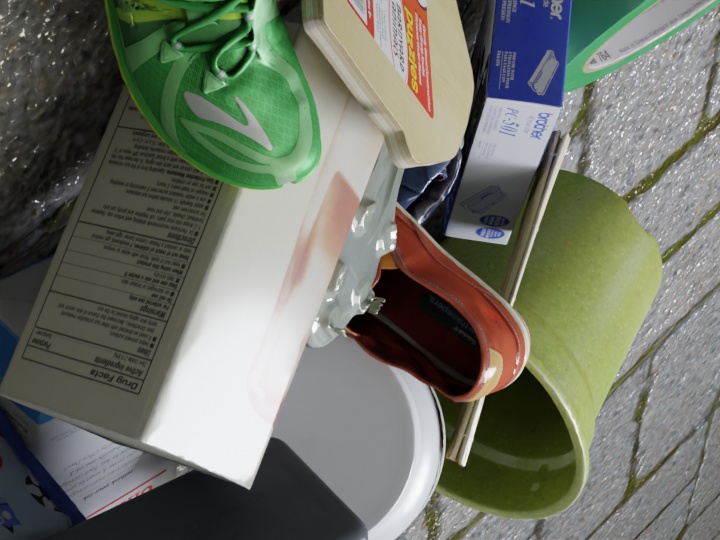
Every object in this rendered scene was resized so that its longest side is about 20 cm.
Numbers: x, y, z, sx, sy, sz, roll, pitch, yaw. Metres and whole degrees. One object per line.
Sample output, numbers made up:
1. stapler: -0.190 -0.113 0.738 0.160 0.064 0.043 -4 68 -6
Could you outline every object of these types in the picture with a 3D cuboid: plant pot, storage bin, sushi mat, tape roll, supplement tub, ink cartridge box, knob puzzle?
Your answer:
1. plant pot: 0.109 0.035 1.237 0.184 0.200 0.200 -48 158 -34
2. storage bin: -0.079 0.180 0.854 0.200 0.146 0.134 -23 137 -30
3. sushi mat: 0.085 0.018 1.058 0.096 0.012 0.200 57 50 -86
4. tape roll: 0.187 -0.183 1.118 0.200 0.048 0.200 -32 173 -5
5. supplement tub: -0.024 0.099 1.063 0.145 0.145 0.200 -51 174 -1
6. ink cartridge box: 0.084 -0.095 1.052 0.200 0.044 0.094 100 -3 -70
7. knob puzzle: 0.007 -0.133 0.847 0.030 0.220 0.220 -13 164 19
8. ink cartridge box: -0.154 0.082 0.965 0.116 0.067 0.200 -28 146 -42

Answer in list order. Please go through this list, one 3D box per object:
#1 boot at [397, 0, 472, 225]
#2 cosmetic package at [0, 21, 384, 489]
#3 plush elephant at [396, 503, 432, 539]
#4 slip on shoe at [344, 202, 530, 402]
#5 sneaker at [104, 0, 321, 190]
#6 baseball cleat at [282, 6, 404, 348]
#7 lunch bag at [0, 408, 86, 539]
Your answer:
1. boot: 0.034 -0.098 1.012 0.200 0.090 0.073 -57 155 12
2. cosmetic package: -0.073 -0.012 0.844 0.087 0.103 0.200 33 75 -49
3. plush elephant: 0.044 0.276 1.466 0.200 0.155 0.165 -56 155 12
4. slip on shoe: 0.000 0.000 0.961 0.074 0.200 0.061 -56 173 25
5. sneaker: -0.068 -0.116 0.731 0.074 0.084 0.200 -29 115 -14
6. baseball cleat: -0.023 -0.055 0.929 0.070 0.106 0.200 67 39 -58
7. lunch bag: -0.252 0.167 0.853 0.200 0.124 0.170 -50 158 24
